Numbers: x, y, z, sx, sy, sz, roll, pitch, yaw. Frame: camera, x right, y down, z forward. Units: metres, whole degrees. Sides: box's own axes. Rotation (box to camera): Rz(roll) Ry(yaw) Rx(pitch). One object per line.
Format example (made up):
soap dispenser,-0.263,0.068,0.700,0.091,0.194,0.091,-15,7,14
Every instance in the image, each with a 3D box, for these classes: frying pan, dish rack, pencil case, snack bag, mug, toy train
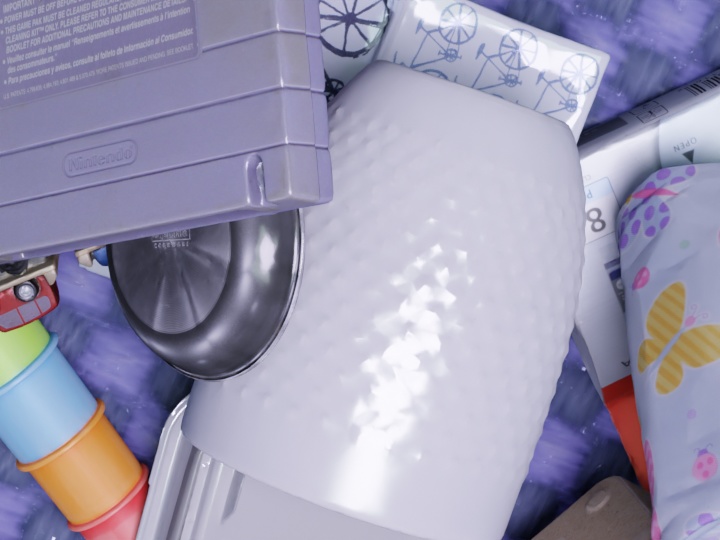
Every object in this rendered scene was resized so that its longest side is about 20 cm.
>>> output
frying pan,-0.058,-0.048,0.887,0.031,0.115,0.191,-3,113,-45
dish rack,-0.028,0.160,1.055,0.171,0.044,0.201,10,102,-28
pencil case,0.161,0.048,0.957,0.083,0.201,0.091,-33,134,31
snack bag,-0.010,-0.051,1.022,0.199,0.021,0.190,24,98,2
mug,0.000,0.000,0.955,0.147,0.199,0.176,14,96,-55
toy train,-0.154,0.004,0.965,0.199,0.034,0.046,-23,112,2

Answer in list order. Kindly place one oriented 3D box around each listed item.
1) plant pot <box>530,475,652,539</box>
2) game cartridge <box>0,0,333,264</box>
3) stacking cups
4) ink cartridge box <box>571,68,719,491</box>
plant pot,0.135,0.218,1.022,0.200,0.200,0.177,-40,111,2
game cartridge,-0.094,-0.077,0.878,0.038,0.199,0.131,8,77,-49
stacking cups,-0.155,0.063,1.031,0.060,0.061,0.201,-32,107,0
ink cartridge box,0.180,0.010,1.071,0.159,0.047,0.201,-25,103,-2
